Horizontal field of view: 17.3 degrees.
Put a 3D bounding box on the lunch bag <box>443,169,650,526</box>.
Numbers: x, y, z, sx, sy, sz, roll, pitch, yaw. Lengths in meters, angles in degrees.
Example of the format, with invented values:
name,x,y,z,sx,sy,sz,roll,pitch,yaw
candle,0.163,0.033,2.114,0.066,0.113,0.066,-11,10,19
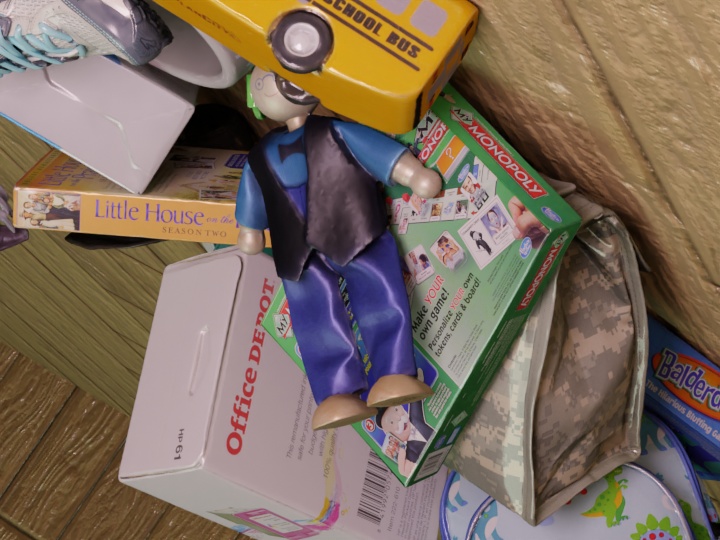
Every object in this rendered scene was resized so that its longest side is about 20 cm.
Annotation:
name,x,y,z,sx,sy,sz,roll,pitch,yaw
lunch bag,0.075,0.012,1.343,0.164,0.117,0.200,30,136,37

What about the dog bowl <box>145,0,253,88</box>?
name,x,y,z,sx,sy,sz,roll,pitch,yaw
dog bowl,-0.127,-0.174,1.309,0.200,0.059,0.200,33,168,8

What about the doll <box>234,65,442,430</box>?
name,x,y,z,sx,sy,sz,roll,pitch,yaw
doll,-0.013,-0.023,1.257,0.136,0.200,0.048,-23,169,35

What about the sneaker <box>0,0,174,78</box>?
name,x,y,z,sx,sy,sz,roll,pitch,yaw
sneaker,-0.180,-0.131,1.267,0.200,0.086,0.078,24,166,43

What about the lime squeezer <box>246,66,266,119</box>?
name,x,y,z,sx,sy,sz,roll,pitch,yaw
lime squeezer,-0.035,-0.108,1.349,0.200,0.071,0.038,11,122,63

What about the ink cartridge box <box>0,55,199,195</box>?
name,x,y,z,sx,sy,sz,roll,pitch,yaw
ink cartridge box,-0.162,-0.125,1.464,0.115,0.068,0.200,31,-167,-10

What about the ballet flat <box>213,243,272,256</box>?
name,x,y,z,sx,sy,sz,roll,pitch,yaw
ballet flat,0.000,0.000,1.521,0.200,0.068,0.062,-1,166,27

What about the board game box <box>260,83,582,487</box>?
name,x,y,z,sx,sy,sz,roll,pitch,yaw
board game box,0.028,0.002,1.283,0.135,0.029,0.200,48,133,24

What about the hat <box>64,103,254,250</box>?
name,x,y,z,sx,sy,sz,roll,pitch,yaw
hat,-0.120,-0.070,1.617,0.201,0.200,0.081,6,111,67

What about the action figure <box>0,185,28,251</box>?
name,x,y,z,sx,sy,sz,roll,pitch,yaw
action figure,-0.252,-0.087,1.387,0.069,0.130,0.200,-5,122,7

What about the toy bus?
name,x,y,z,sx,sy,sz,roll,pitch,yaw
toy bus,-0.047,-0.143,1.161,0.200,0.078,0.065,33,170,6

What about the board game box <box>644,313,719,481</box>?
name,x,y,z,sx,sy,sz,roll,pitch,yaw
board game box,0.177,0.078,1.538,0.152,0.045,0.200,36,168,-15

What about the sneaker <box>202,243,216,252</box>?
name,x,y,z,sx,sy,sz,roll,pitch,yaw
sneaker,-0.028,0.024,1.806,0.146,0.077,0.202,27,166,43

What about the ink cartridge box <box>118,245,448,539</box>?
name,x,y,z,sx,sy,sz,roll,pitch,yaw
ink cartridge box,-0.040,0.090,1.468,0.085,0.145,0.200,-11,149,44

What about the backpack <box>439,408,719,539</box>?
name,x,y,z,sx,sy,sz,roll,pitch,yaw
backpack,0.139,0.183,1.455,0.147,0.183,0.200,64,-170,-68

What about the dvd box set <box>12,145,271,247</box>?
name,x,y,z,sx,sy,sz,roll,pitch,yaw
dvd box set,-0.101,-0.048,1.465,0.199,0.029,0.146,4,-165,4
